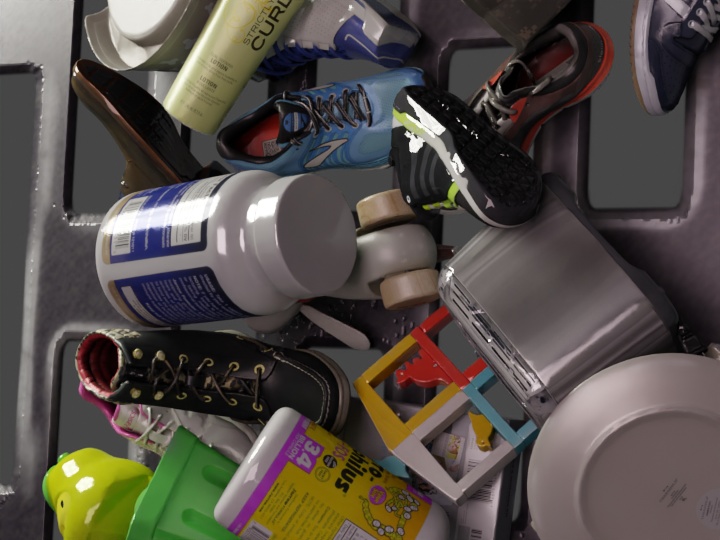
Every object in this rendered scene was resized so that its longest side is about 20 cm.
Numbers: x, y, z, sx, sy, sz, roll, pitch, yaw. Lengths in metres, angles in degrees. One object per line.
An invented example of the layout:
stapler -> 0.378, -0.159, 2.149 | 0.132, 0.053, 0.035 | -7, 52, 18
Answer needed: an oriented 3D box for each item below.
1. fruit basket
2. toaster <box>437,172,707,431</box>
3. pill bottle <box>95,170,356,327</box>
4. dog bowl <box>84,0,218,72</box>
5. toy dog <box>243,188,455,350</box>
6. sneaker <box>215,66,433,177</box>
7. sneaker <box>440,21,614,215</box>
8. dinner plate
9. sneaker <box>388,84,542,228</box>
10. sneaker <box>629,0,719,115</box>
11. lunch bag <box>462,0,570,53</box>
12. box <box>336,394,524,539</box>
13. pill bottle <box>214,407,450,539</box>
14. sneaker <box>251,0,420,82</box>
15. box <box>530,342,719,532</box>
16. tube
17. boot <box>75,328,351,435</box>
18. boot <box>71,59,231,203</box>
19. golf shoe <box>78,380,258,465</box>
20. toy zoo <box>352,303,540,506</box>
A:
fruit basket -> -0.182, 0.225, 1.420 | 0.215, 0.156, 0.216 | 8, 127, 11
toaster -> 0.151, 0.035, 1.298 | 0.129, 0.114, 0.200 | -38, 61, -1
pill bottle -> -0.107, -0.018, 1.386 | 0.199, 0.116, 0.116 | -7, 82, 41
dog bowl -> -0.163, -0.264, 1.504 | 0.200, 0.059, 0.201 | -19, 65, 47
toy dog -> 0.000, 0.000, 1.433 | 0.199, 0.096, 0.132 | 3, 89, 41
sneaker -> -0.031, -0.117, 1.444 | 0.199, 0.090, 0.079 | -19, 77, 22
sneaker -> 0.109, -0.129, 1.381 | 0.200, 0.082, 0.077 | -47, 68, 14
dinner plate -> 0.219, 0.156, 1.243 | 0.199, 0.024, 0.201 | 0, 110, 0
sneaker -> 0.074, -0.068, 1.324 | 0.200, 0.071, 0.083 | -123, 45, -54
sneaker -> 0.271, -0.214, 1.319 | 0.108, 0.070, 0.201 | 6, 85, 28
lunch bag -> 0.116, -0.295, 1.372 | 0.164, 0.117, 0.200 | -45, 40, 13
box -> 0.026, 0.184, 1.414 | 0.199, 0.041, 0.157 | 6, 86, 25
pill bottle -> -0.004, 0.197, 1.321 | 0.200, 0.104, 0.104 | 33, 100, -2
sneaker -> -0.049, -0.200, 1.475 | 0.199, 0.080, 0.115 | 35, 104, 31
box -> 0.228, 0.151, 1.303 | 0.200, 0.068, 0.082 | -46, 69, 15
tube -> -0.093, -0.207, 1.424 | 0.200, 0.058, 0.052 | -56, 46, 15
boot -> -0.120, 0.091, 1.395 | 0.203, 0.153, 0.074 | 16, 100, 50
boot -> -0.193, -0.085, 1.497 | 0.200, 0.075, 0.097 | 44, 116, -10
golf shoe -> -0.159, 0.139, 1.473 | 0.200, 0.091, 0.076 | 35, 110, 29
toy zoo -> 0.086, 0.091, 1.364 | 0.200, 0.020, 0.131 | -40, 65, -5
